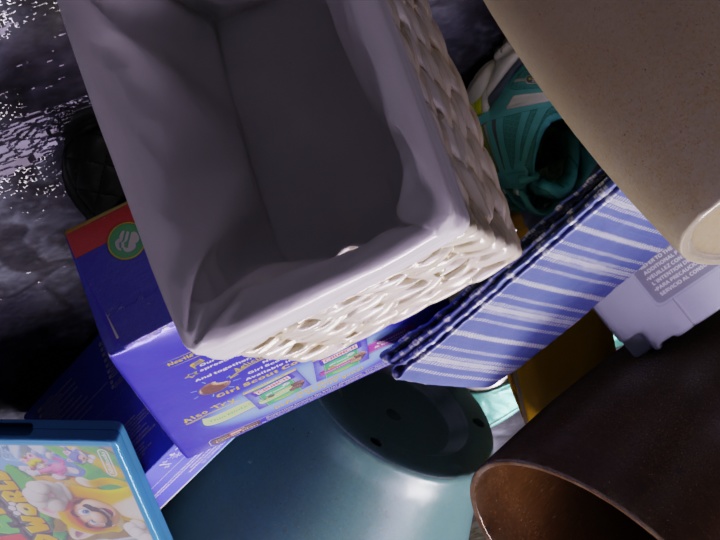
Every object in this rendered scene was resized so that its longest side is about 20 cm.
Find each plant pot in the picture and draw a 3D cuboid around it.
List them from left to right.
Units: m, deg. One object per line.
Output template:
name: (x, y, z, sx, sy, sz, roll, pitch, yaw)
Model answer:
plant pot: (-0.013, 0.150, 1.658, 0.199, 0.200, 0.189, 2, 130, -41)
plant pot: (0.195, 0.106, 1.523, 0.200, 0.186, 0.187, -49, 169, -25)
plant pot: (0.153, -0.113, 1.180, 0.186, 0.201, 0.188, -16, 157, -7)

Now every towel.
towel: (0.111, -0.007, 1.382, 0.200, 0.024, 0.145, -41, 159, 17)

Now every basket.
basket: (-0.029, -0.069, 1.141, 0.135, 0.201, 0.123, -26, 161, 16)

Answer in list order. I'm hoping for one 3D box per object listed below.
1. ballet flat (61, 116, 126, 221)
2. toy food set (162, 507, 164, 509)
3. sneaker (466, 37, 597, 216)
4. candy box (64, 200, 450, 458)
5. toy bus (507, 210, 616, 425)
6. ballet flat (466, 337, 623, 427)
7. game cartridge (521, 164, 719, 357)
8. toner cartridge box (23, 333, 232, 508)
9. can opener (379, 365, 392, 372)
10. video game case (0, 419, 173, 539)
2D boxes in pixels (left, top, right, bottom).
ballet flat: (-0.054, -0.059, 1.317, 0.198, 0.057, 0.067, -13, 155, -16)
toy food set: (-0.223, 0.173, 1.715, 0.199, 0.049, 0.198, -28, 156, 20)
sneaker: (0.082, -0.062, 1.393, 0.077, 0.080, 0.200, -6, 155, -29)
candy box: (-0.045, 0.007, 1.325, 0.168, 0.077, 0.200, -25, 161, -2)
toy bus: (0.112, 0.022, 1.560, 0.065, 0.079, 0.201, -18, 142, -2)
ballet flat: (0.110, 0.040, 1.677, 0.199, 0.068, 0.070, -30, 140, 16)
game cartridge: (0.195, -0.054, 1.439, 0.199, 0.133, 0.042, -35, -162, 15)
toner cartridge box: (-0.127, 0.080, 1.525, 0.043, 0.096, 0.200, -2, 152, -36)
can opener: (0.000, 0.000, 1.523, 0.066, 0.053, 0.200, 13, 159, 12)
video game case: (-0.215, 0.136, 1.521, 0.198, 0.018, 0.144, 0, 139, 16)
